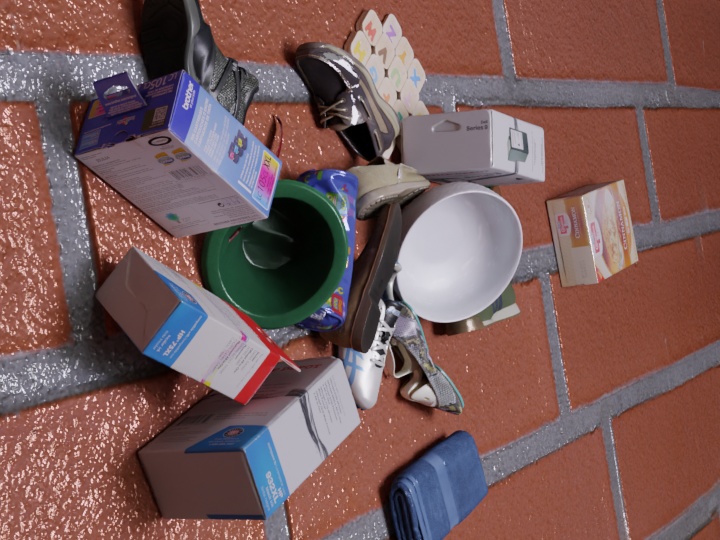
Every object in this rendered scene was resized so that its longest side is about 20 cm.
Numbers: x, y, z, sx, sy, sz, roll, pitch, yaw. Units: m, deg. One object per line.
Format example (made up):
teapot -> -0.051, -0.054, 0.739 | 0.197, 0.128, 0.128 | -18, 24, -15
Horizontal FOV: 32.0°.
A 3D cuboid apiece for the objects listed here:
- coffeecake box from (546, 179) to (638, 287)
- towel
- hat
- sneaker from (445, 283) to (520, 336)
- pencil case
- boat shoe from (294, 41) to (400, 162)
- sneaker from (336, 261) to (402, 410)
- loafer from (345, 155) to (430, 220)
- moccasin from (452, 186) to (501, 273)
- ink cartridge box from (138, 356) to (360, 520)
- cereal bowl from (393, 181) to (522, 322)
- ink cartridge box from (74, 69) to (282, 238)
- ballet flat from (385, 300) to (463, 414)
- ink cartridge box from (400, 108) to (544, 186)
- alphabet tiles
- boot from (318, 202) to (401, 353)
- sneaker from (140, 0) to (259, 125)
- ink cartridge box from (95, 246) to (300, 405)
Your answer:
coffeecake box -> 0.415, -0.068, 2.232 | 0.199, 0.072, 0.156 | -21, 101, -55
towel -> 0.103, 0.301, 1.712 | 0.199, 0.048, 0.113 | -25, 104, -54
hat -> -0.108, -0.046, 1.492 | 0.200, 0.176, 0.166 | -40, 112, -3
sneaker -> 0.173, 0.039, 1.862 | 0.199, 0.066, 0.091 | -13, 90, -59
pencil case -> -0.051, -0.027, 1.528 | 0.086, 0.078, 0.203 | 18, 67, -34
boat shoe -> -0.017, -0.215, 1.622 | 0.200, 0.074, 0.074 | 42, 54, -38
sneaker -> 0.016, 0.077, 1.610 | 0.072, 0.072, 0.203 | 26, 63, -52
loafer -> 0.033, -0.116, 1.663 | 0.069, 0.075, 0.200 | 56, 21, 7
moccasin -> 0.171, -0.054, 1.875 | 0.078, 0.073, 0.202 | 56, 32, -20
ink cartridge box -> -0.113, 0.176, 1.330 | 0.200, 0.144, 0.085 | -39, 115, -52
cereal bowl -> 0.120, -0.033, 1.729 | 0.198, 0.083, 0.203 | -12, 119, -22
ink cartridge box -> -0.194, -0.123, 1.282 | 0.200, 0.135, 0.077 | 41, 49, -45
ballet flat -> 0.073, 0.134, 1.701 | 0.202, 0.071, 0.072 | 61, 39, -28
ink cartridge box -> 0.163, -0.171, 1.800 | 0.199, 0.144, 0.085 | 4, 84, -60
alphabet tiles -> 0.041, -0.262, 1.771 | 0.201, 0.014, 0.197 | 58, 41, -32
boot -> 0.000, 0.000, 1.574 | 0.074, 0.075, 0.202 | 60, 46, -61
sneaker -> -0.176, -0.233, 1.391 | 0.114, 0.075, 0.202 | -36, 116, -55
ink cartridge box -> -0.164, 0.066, 1.294 | 0.068, 0.116, 0.200 | -51, 137, 3
